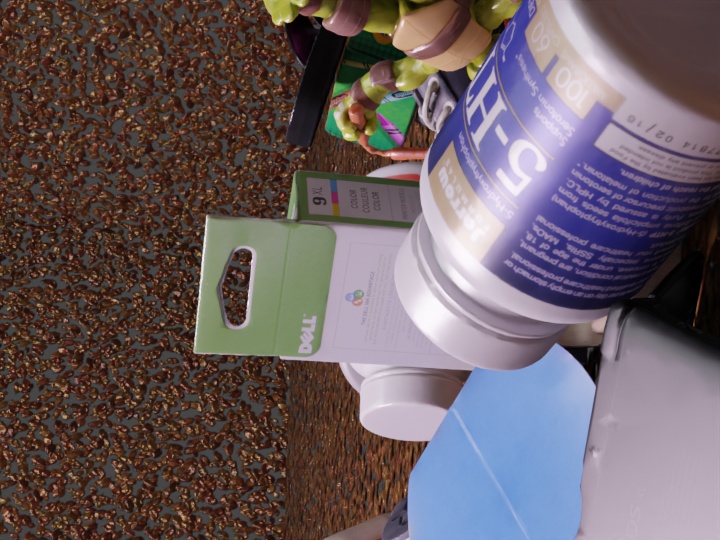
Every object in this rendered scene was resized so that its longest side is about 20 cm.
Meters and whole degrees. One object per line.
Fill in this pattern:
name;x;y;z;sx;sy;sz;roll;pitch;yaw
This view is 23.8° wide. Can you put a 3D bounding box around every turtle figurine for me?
turtle figurine;0.040;-0.135;0.871;0.199;0.161;0.065;-26;53;35

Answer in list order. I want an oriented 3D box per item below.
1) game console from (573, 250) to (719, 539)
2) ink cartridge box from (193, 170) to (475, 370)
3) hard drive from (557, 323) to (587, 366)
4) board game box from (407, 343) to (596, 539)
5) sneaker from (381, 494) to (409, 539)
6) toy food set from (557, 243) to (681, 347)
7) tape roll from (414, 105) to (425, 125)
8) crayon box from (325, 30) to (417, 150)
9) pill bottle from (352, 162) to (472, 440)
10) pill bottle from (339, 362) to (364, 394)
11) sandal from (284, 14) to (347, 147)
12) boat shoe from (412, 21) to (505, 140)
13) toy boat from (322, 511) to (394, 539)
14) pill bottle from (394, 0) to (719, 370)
game console;0.154;0.112;0.756;0.176;0.116;0.201;29;117;51
ink cartridge box;0.000;0.000;1.047;0.059;0.199;0.104;-99;15;-54
hard drive;0.116;-0.015;1.112;0.135;0.042;0.201;109;165;-66
board game box;0.100;0.136;1.015;0.201;0.039;0.158;-62;39;28
sneaker;0.068;0.197;1.276;0.070;0.082;0.200;-38;0;16
toy food set;0.129;-0.039;0.936;0.200;0.060;0.144;132;144;-79
tape roll;0.097;-0.185;1.144;0.200;0.066;0.201;18;-90;-90
crayon box;0.035;-0.195;1.158;0.119;0.058;0.201;109;178;-67
pill bottle;0.044;0.026;1.354;0.112;0.112;0.201;109;167;-64
pill bottle;0.028;0.037;1.577;0.200;0.112;0.113;-98;15;-71
sandal;-0.029;-0.167;1.109;0.076;0.048;0.201;109;177;-48
boat shoe;0.065;-0.074;0.977;0.075;0.092;0.201;119;168;-75
toy boat;0.013;0.317;1.540;0.131;0.130;0.200;59;155;27
pill bottle;0.095;-0.047;0.771;0.200;0.119;0.120;123;157;-43
